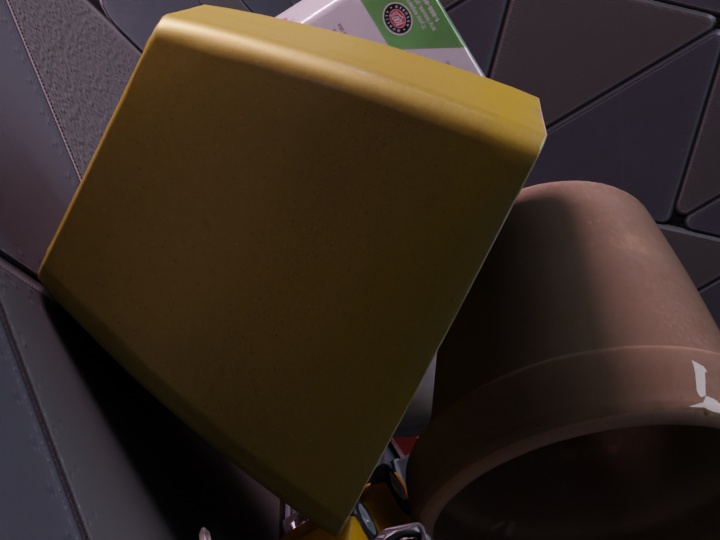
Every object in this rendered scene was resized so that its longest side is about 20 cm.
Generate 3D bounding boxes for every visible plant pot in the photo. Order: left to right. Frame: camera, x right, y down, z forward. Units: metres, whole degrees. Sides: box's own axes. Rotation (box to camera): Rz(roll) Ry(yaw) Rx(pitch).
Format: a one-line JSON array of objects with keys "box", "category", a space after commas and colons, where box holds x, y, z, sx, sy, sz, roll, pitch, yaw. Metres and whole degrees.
[{"box": [-0.037, -0.025, 0.932, 0.176, 0.200, 0.200, 27, 11, -2], "category": "plant pot"}, {"box": [0.116, 0.053, 1.024, 0.200, 0.200, 0.175, 49, 27, -51], "category": "plant pot"}]

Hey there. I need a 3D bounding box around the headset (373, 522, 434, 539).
[{"box": [0.013, 0.198, 0.796, 0.124, 0.094, 0.200, -126, -164, -65], "category": "headset"}]

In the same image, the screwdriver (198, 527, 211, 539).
[{"box": [-0.048, 0.179, 0.787, 0.200, 0.028, 0.029, -111, -162, -54], "category": "screwdriver"}]

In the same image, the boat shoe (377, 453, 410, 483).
[{"box": [0.065, 0.155, 1.378, 0.072, 0.066, 0.200, 63, 9, 23], "category": "boat shoe"}]

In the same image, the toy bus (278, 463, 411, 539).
[{"box": [-0.006, 0.154, 0.975, 0.078, 0.065, 0.200, 61, 8, 3], "category": "toy bus"}]

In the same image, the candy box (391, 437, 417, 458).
[{"box": [0.046, 0.086, 1.528, 0.116, 0.055, 0.200, 60, 8, 3], "category": "candy box"}]

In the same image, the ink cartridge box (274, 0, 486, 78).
[{"box": [-0.017, -0.112, 1.358, 0.145, 0.200, 0.084, 57, 6, -17], "category": "ink cartridge box"}]

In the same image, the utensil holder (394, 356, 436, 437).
[{"box": [0.000, 0.000, 1.195, 0.170, 0.170, 0.200, 64, 12, 24], "category": "utensil holder"}]
